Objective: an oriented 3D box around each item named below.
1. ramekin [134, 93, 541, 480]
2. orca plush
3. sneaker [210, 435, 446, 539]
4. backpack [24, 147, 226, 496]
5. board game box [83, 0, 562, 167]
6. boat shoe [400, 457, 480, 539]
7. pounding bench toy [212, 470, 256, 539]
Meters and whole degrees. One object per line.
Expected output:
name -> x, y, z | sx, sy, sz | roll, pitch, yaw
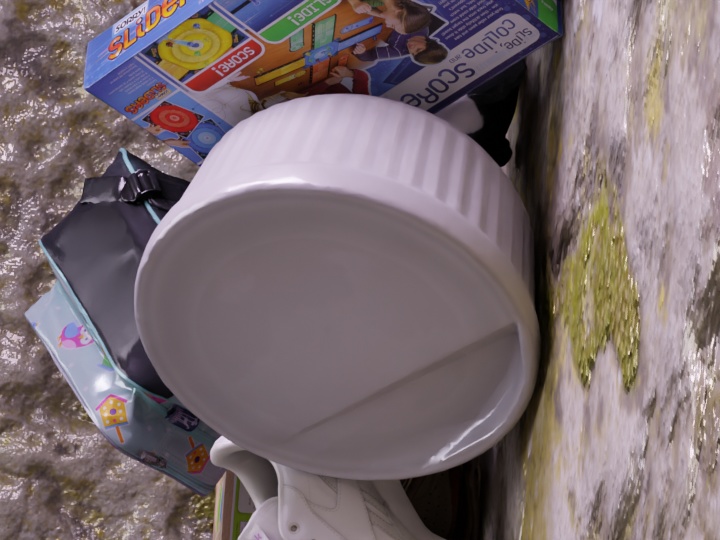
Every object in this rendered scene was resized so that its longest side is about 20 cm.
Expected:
ramekin -> -0.005, 0.003, 1.443 | 0.203, 0.201, 0.094 | 99, -175, -45
orca plush -> 0.050, -0.084, 1.554 | 0.071, 0.105, 0.200 | 58, -163, -31
sneaker -> -0.005, 0.151, 1.506 | 0.200, 0.099, 0.075 | 56, 149, 22
backpack -> -0.092, 0.046, 1.791 | 0.154, 0.200, 0.176 | -54, 44, 11
board game box -> -0.019, -0.113, 1.441 | 0.200, 0.135, 0.035 | -30, 42, 32
boat shoe -> 0.028, 0.164, 1.597 | 0.075, 0.074, 0.203 | -131, 37, -53
pounding bench toy -> -0.032, 0.143, 1.966 | 0.156, 0.124, 0.201 | 119, 154, -79
